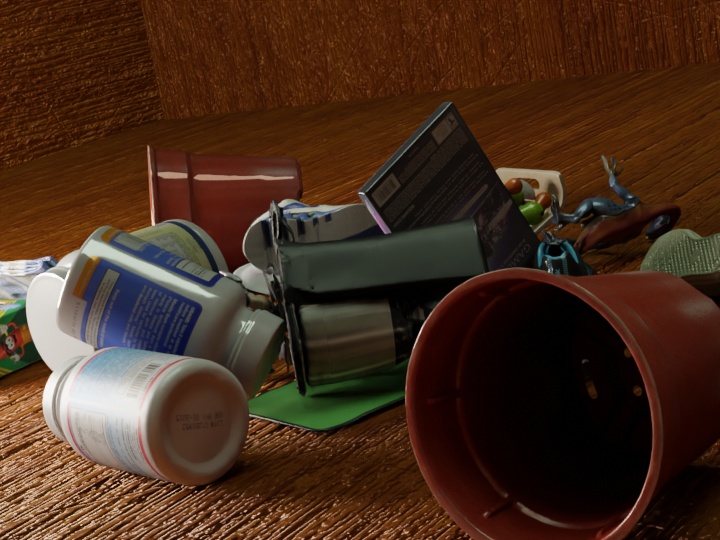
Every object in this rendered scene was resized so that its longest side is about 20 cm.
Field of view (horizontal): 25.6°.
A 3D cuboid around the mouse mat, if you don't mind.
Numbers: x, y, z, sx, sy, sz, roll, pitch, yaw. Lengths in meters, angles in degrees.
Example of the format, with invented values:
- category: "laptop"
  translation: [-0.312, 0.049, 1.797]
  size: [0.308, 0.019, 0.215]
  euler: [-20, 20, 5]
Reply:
- category: "mouse mat"
  translation: [-0.009, 0.115, 1.538]
  size: [0.199, 0.008, 0.160]
  euler: [-20, 16, -36]

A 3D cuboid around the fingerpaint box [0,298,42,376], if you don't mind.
- category: "fingerpaint box"
  translation: [-0.496, 0.088, 1.898]
  size: [0.199, 0.074, 0.166]
  euler: [-2, 14, 34]

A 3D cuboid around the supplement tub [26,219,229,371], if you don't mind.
- category: "supplement tub"
  translation: [-0.258, 0.034, 1.779]
  size: [0.144, 0.146, 0.199]
  euler: [2, 17, 45]

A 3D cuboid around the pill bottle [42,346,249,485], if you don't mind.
- category: "pill bottle"
  translation: [-0.197, 0.125, 1.408]
  size: [0.108, 0.110, 0.199]
  euler: [-20, 16, -39]

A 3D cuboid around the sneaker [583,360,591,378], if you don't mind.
- category: "sneaker"
  translation: [0.135, 0.075, 1.447]
  size: [0.198, 0.074, 0.080]
  euler: [-14, 11, -17]

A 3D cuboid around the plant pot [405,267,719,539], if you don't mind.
- category: "plant pot"
  translation: [0.168, 0.086, 1.133]
  size: [0.199, 0.203, 0.195]
  euler: [-1, 7, 37]

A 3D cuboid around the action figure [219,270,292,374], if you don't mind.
- category: "action figure"
  translation: [-0.142, 0.070, 1.599]
  size: [0.199, 0.131, 0.069]
  euler: [-24, 26, -20]

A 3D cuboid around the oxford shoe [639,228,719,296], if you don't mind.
- category: "oxford shoe"
  translation: [0.358, -0.003, 1.668]
  size: [0.057, 0.076, 0.200]
  euler: [29, -10, -18]

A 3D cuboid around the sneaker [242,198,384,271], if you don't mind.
- category: "sneaker"
  translation: [-0.051, -0.054, 1.942]
  size: [0.197, 0.081, 0.115]
  euler: [-3, 18, -10]

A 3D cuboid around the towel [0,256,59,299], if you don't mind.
- category: "towel"
  translation: [-0.392, 0.034, 1.939]
  size: [0.199, 0.147, 0.024]
  euler: [-6, 54, 43]

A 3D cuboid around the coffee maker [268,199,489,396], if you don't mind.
- category: "coffee maker"
  translation: [0.022, 0.010, 1.526]
  size: [0.198, 0.194, 0.135]
  euler: [-9, -4, -5]

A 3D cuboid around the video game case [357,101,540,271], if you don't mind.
- category: "video game case"
  translation: [0.097, -0.052, 1.645]
  size: [0.143, 0.201, 0.019]
  euler: [-46, 29, -22]

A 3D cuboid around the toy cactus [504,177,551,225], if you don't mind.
- category: "toy cactus"
  translation: [0.127, -0.059, 1.787]
  size: [0.164, 0.103, 0.200]
  euler: [31, 42, 4]

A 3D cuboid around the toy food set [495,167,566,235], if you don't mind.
- category: "toy food set"
  translation: [0.141, -0.054, 1.924]
  size: [0.200, 0.061, 0.143]
  euler: [-41, 23, -19]

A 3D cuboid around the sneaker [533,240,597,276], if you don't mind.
- category: "sneaker"
  translation: [0.220, 0.002, 1.684]
  size: [0.073, 0.083, 0.200]
  euler: [-12, 10, 6]

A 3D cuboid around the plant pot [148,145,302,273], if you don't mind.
- category: "plant pot"
  translation: [-0.175, -0.068, 2.072]
  size: [0.193, 0.203, 0.201]
  euler: [-4, 11, -8]

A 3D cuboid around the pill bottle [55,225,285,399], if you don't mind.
- category: "pill bottle"
  translation: [-0.176, 0.046, 1.499]
  size: [0.199, 0.113, 0.112]
  euler: [24, 18, 6]

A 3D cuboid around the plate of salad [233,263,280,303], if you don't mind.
- category: "plate of salad"
  translation: [-0.057, 0.016, 1.931]
  size: [0.198, 0.049, 0.200]
  euler: [1, 15, 0]

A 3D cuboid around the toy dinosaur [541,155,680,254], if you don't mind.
- category: "toy dinosaur"
  translation: [0.306, -0.045, 1.870]
  size: [0.180, 0.106, 0.200]
  euler: [-2, 32, -11]
